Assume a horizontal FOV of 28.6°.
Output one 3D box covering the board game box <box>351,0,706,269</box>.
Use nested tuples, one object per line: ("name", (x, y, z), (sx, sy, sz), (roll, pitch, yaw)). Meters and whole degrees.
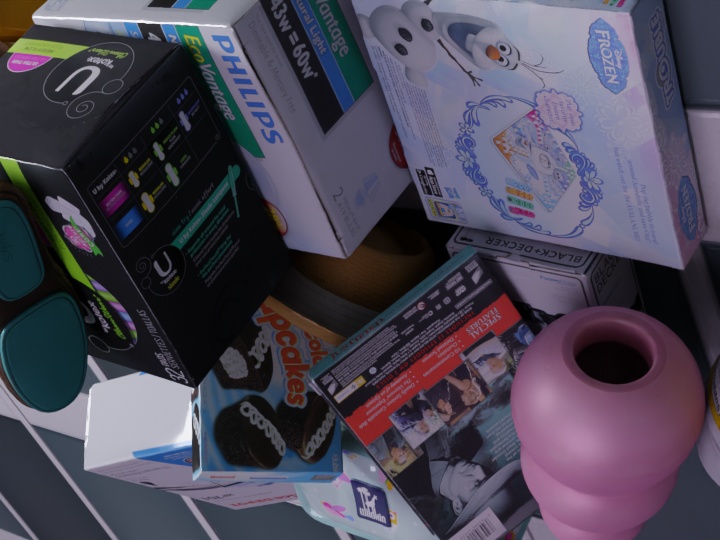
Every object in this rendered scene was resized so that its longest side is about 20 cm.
("board game box", (0.108, -0.101, 0.899), (0.199, 0.043, 0.200), (14, 142, 35))

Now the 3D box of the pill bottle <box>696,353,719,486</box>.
("pill bottle", (0.281, 0.070, 0.880), (0.111, 0.111, 0.200), (31, 150, 11))

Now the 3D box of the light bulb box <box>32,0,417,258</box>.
("light bulb box", (-0.084, -0.130, 0.983), (0.200, 0.125, 0.198), (10, 140, 40))

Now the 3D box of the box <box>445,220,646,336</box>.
("box", (0.148, 0.043, 1.033), (0.116, 0.060, 0.200), (12, 141, 37))

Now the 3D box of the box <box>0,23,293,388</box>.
("box", (-0.164, -0.043, 0.939), (0.148, 0.124, 0.200), (12, 143, 36))

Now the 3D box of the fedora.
("fedora", (0.000, 0.000, 1.060), (0.200, 0.082, 0.201), (25, -167, -6))

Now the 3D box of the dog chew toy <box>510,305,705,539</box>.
("dog chew toy", (0.162, 0.118, 0.948), (0.124, 0.125, 0.200), (23, 142, 24))

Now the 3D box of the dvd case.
("dvd case", (0.074, 0.100, 0.999), (0.200, 0.146, 0.022), (53, 177, -23))

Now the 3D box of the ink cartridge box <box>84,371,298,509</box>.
("ink cartridge box", (-0.127, 0.152, 1.284), (0.146, 0.086, 0.200), (-16, 151, 36))

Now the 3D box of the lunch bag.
("lunch bag", (0.043, 0.182, 1.220), (0.170, 0.122, 0.200), (16, 169, 30))

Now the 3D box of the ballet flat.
("ballet flat", (-0.224, 0.007, 0.895), (0.072, 0.068, 0.200), (43, 158, 36))

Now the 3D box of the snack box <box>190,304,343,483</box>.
("snack box", (-0.078, 0.070, 1.144), (0.116, 0.201, 0.037), (3, 157, -18))

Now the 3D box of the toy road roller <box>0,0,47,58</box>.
("toy road roller", (-0.265, -0.200, 1.109), (0.123, 0.146, 0.201), (20, 109, 39))
